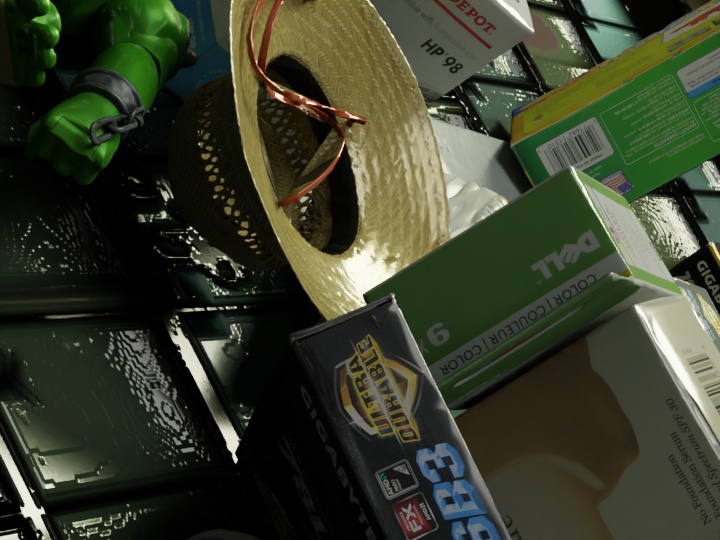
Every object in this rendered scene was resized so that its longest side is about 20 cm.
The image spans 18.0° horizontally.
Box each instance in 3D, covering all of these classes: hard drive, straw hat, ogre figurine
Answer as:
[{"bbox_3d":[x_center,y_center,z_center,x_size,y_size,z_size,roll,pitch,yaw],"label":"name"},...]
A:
[{"bbox_3d":[0.093,0.007,1.361,0.139,0.033,0.201,10,50,-60],"label":"hard drive"},{"bbox_3d":[-0.041,-0.049,1.052,0.201,0.085,0.202,38,44,-51],"label":"straw hat"},{"bbox_3d":[-0.151,-0.132,0.995,0.200,0.098,0.120,31,30,21],"label":"ogre figurine"}]

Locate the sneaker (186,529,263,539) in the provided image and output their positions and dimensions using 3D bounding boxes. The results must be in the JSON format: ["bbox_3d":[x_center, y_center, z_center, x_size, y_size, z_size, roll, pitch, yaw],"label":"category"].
[{"bbox_3d":[-0.041,0.171,0.830,0.077,0.076,0.200,27,28,-38],"label":"sneaker"}]

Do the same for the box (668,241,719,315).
[{"bbox_3d":[0.315,0.061,1.705,0.200,0.049,0.160,5,53,-61],"label":"box"}]

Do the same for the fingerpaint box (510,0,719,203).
[{"bbox_3d":[0.199,-0.109,1.462,0.074,0.200,0.167,60,9,-8],"label":"fingerpaint box"}]

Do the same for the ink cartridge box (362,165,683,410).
[{"bbox_3d":[0.067,0.010,0.965,0.059,0.104,0.200,60,12,10],"label":"ink cartridge box"}]

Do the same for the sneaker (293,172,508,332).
[{"bbox_3d":[0.000,0.000,1.164,0.087,0.076,0.200,29,30,12],"label":"sneaker"}]

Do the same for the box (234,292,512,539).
[{"bbox_3d":[0.021,0.129,0.874,0.201,0.050,0.199,63,-14,11],"label":"box"}]

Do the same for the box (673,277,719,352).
[{"bbox_3d":[0.217,0.093,1.470,0.159,0.046,0.201,15,46,-57],"label":"box"}]

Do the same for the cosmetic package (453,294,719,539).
[{"bbox_3d":[0.075,0.104,0.985,0.105,0.200,0.071,60,24,12],"label":"cosmetic package"}]

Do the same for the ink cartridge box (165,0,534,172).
[{"bbox_3d":[0.005,-0.141,1.169,0.116,0.200,0.067,36,31,-38],"label":"ink cartridge box"}]
